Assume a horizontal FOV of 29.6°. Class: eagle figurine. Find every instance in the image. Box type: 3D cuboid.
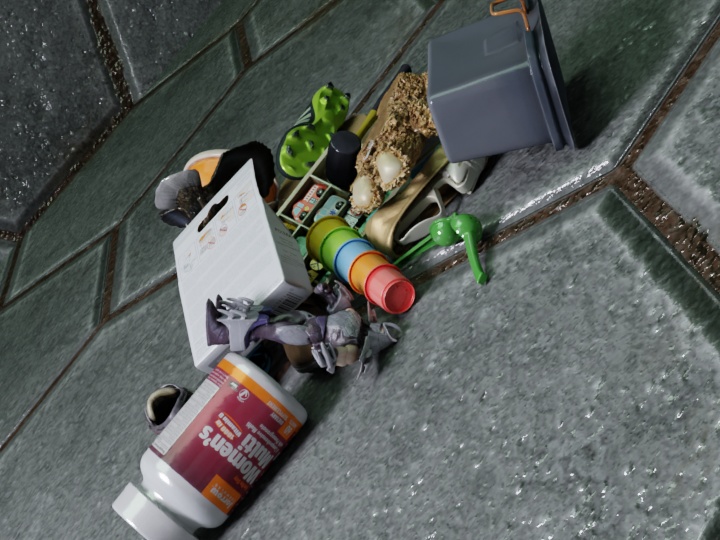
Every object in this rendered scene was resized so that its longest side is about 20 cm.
[{"bbox_3d":[-0.181,-0.079,1.721,0.200,0.150,0.152,-100,14,-65],"label":"eagle figurine"}]

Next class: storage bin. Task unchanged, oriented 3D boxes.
[{"bbox_3d":[0.141,-0.205,1.436,0.133,0.146,0.200,-16,30,12],"label":"storage bin"}]

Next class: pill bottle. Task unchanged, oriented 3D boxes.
[{"bbox_3d":[-0.155,0.191,1.393,0.200,0.110,0.109,-51,21,-10],"label":"pill bottle"}]

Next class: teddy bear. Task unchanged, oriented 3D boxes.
[{"bbox_3d":[0.045,-0.142,1.543,0.145,0.066,0.200,-55,12,28],"label":"teddy bear"}]

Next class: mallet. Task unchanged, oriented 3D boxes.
[{"bbox_3d":[0.014,-0.192,1.660,0.201,0.041,0.066,-59,-13,-28],"label":"mallet"}]

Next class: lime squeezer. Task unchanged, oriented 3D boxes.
[{"bbox_3d":[0.095,-0.025,1.428,0.200,0.037,0.071,10,90,65],"label":"lime squeezer"}]

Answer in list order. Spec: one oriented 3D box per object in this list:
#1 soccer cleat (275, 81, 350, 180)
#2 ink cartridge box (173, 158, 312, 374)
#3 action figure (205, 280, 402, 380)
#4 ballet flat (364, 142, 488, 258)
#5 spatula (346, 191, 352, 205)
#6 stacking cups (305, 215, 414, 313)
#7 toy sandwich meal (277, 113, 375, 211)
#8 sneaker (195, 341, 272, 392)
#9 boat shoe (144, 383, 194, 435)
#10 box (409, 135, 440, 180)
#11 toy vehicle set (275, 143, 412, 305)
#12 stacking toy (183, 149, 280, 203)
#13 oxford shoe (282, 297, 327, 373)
[{"bbox_3d":[-0.066,-0.168,1.775,0.081,0.067,0.200,-52,8,41],"label":"soccer cleat"},{"bbox_3d":[-0.140,-0.004,1.544,0.160,0.047,0.201,-44,42,26],"label":"ink cartridge box"},{"bbox_3d":[-0.056,0.059,1.396,0.198,0.070,0.130,3,19,4],"label":"action figure"},{"bbox_3d":[0.091,-0.090,1.524,0.200,0.069,0.063,-46,48,9],"label":"ballet flat"},{"bbox_3d":[0.037,-0.160,1.651,0.201,0.021,0.056,-61,22,-15],"label":"spatula"},{"bbox_3d":[0.000,0.000,1.498,0.061,0.060,0.200,-46,32,0],"label":"stacking cups"},{"bbox_3d":[-0.028,-0.123,1.792,0.205,0.070,0.205,-39,19,16],"label":"toy sandwich meal"},{"bbox_3d":[-0.135,0.101,1.596,0.082,0.073,0.201,-25,36,23],"label":"sneaker"},{"bbox_3d":[-0.227,0.168,1.639,0.072,0.065,0.200,-51,20,-9],"label":"boat shoe"},{"bbox_3d":[0.092,-0.163,1.649,0.082,0.049,0.200,-41,21,15],"label":"box"},{"bbox_3d":[-0.034,-0.065,1.651,0.124,0.027,0.200,26,70,31],"label":"toy vehicle set"},{"bbox_3d":[-0.201,-0.061,1.964,0.146,0.146,0.201,-26,44,43],"label":"stacking toy"},{"bbox_3d":[-0.074,0.058,1.521,0.073,0.084,0.200,-45,22,-3],"label":"oxford shoe"}]
